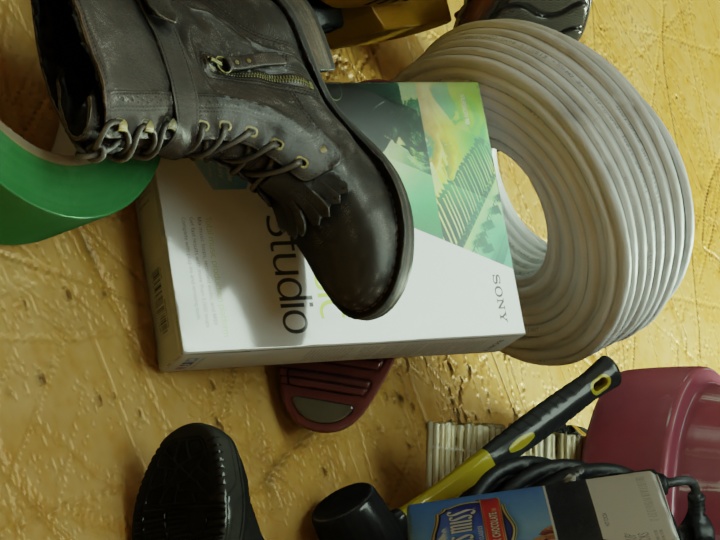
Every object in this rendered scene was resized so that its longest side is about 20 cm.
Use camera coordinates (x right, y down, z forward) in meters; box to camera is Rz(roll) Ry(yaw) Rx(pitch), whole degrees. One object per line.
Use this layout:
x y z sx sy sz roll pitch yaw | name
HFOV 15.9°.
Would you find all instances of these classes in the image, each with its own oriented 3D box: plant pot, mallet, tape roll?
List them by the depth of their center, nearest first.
-0.170 -0.113 1.216 0.200 0.048 0.201 33 48 -47 | tape roll
0.067 0.115 1.391 0.200 0.041 0.066 -27 106 -25 | mallet
0.238 0.150 1.463 0.200 0.179 0.200 -5 90 -66 | plant pot

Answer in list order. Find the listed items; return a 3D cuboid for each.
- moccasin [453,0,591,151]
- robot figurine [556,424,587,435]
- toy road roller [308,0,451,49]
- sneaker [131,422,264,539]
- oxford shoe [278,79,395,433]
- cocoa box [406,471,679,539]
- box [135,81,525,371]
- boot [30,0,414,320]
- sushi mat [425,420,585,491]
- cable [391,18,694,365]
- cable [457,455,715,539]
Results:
0.089 -0.146 1.528 0.201 0.074 0.078 103 -17 -64 | moccasin
0.124 0.162 1.523 0.200 0.058 0.145 -17 89 -59 | robot figurine
0.015 -0.199 1.453 0.200 0.146 0.123 -16 92 -59 | toy road roller
-0.054 0.179 1.238 0.104 0.060 0.200 20 63 -51 | sneaker
0.000 0.000 1.407 0.075 0.070 0.200 94 10 -70 | oxford shoe
0.099 0.219 1.270 0.133 0.131 0.200 -92 174 -74 | cocoa box
-0.018 -0.025 1.334 0.200 0.036 0.144 -3 74 -28 | box
-0.073 -0.062 1.229 0.174 0.069 0.200 -4 63 -51 | boot
0.079 0.182 1.409 0.096 0.012 0.200 4 78 -17 | sushi mat
0.093 -0.044 1.449 0.069 0.200 0.200 -30 83 -35 | cable
0.108 0.199 1.356 0.051 0.163 0.200 -143 -126 -77 | cable
